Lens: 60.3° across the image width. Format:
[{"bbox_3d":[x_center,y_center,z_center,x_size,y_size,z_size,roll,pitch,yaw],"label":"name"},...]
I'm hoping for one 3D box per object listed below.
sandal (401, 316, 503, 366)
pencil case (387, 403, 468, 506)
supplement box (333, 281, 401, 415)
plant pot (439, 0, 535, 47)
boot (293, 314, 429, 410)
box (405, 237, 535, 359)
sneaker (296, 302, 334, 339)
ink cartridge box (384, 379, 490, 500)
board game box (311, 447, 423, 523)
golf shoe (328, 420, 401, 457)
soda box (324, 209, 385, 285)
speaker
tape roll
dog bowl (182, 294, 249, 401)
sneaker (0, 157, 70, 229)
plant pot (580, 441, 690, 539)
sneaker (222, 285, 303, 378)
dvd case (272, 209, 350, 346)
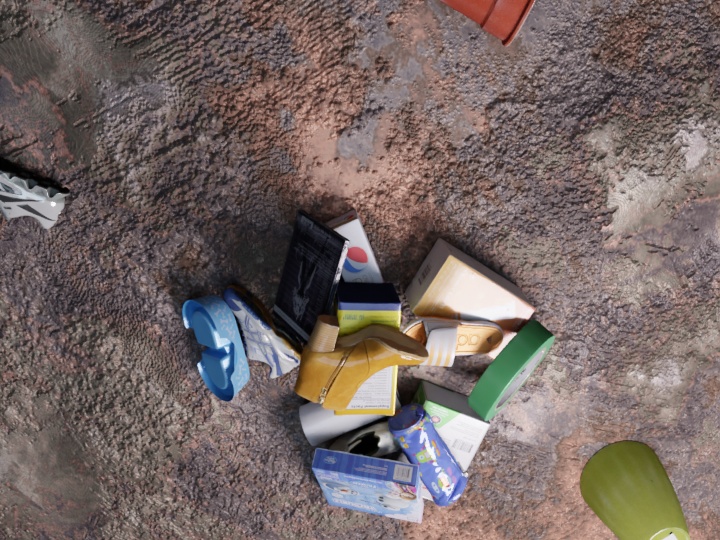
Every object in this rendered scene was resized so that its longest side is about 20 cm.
[{"bbox_3d":[0.162,0.124,1.064,0.200,0.059,0.082,-3,110,-12],"label":"sandal"},{"bbox_3d":[0.130,0.342,1.153,0.085,0.078,0.203,-28,107,14],"label":"pencil case"},{"bbox_3d":[0.006,0.133,1.070,0.105,0.110,0.207,2,105,-6],"label":"supplement box"},{"bbox_3d":[0.171,-0.469,0.909,0.190,0.201,0.205,22,107,-3],"label":"plant pot"},{"bbox_3d":[-0.001,0.161,0.991,0.195,0.071,0.148,15,110,-6],"label":"boot"},{"bbox_3d":[0.198,0.054,1.136,0.197,0.098,0.126,29,105,-14],"label":"box"},{"bbox_3d":[-0.062,0.126,1.162,0.112,0.074,0.206,-10,108,8],"label":"sneaker"},{"bbox_3d":[0.148,0.346,1.242,0.142,0.084,0.204,21,107,-10],"label":"ink cartridge box"},{"bbox_3d":[0.019,0.413,1.182,0.194,0.044,0.202,6,143,14],"label":"board game box"},{"bbox_3d":[-0.012,0.346,1.204,0.198,0.096,0.080,-35,67,25],"label":"golf shoe"},{"bbox_3d":[0.000,0.000,1.120,0.066,0.064,0.204,-21,109,3],"label":"soda box"},{"bbox_3d":[-0.019,0.267,1.204,0.195,0.082,0.083,-24,110,4],"label":"speaker"},{"bbox_3d":[0.278,0.185,1.144,0.048,0.199,0.203,39,105,23],"label":"tape roll"},{"bbox_3d":[-0.259,0.138,1.129,0.049,0.109,0.206,-29,116,-41],"label":"dog bowl"},{"bbox_3d":[-0.591,-0.132,1.019,0.196,0.074,0.090,26,104,-13],"label":"sneaker"},{"bbox_3d":[0.578,0.491,1.268,0.181,0.201,0.193,-2,110,-4],"label":"plant pot"},{"bbox_3d":[-0.194,0.120,1.140,0.087,0.076,0.201,-38,108,10],"label":"sneaker"},{"bbox_3d":[-0.090,0.017,1.078,0.016,0.148,0.205,3,110,-41],"label":"dvd case"}]
